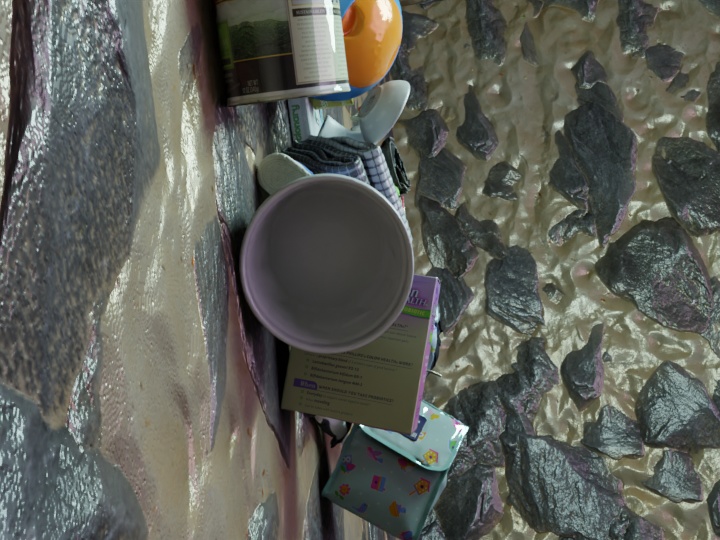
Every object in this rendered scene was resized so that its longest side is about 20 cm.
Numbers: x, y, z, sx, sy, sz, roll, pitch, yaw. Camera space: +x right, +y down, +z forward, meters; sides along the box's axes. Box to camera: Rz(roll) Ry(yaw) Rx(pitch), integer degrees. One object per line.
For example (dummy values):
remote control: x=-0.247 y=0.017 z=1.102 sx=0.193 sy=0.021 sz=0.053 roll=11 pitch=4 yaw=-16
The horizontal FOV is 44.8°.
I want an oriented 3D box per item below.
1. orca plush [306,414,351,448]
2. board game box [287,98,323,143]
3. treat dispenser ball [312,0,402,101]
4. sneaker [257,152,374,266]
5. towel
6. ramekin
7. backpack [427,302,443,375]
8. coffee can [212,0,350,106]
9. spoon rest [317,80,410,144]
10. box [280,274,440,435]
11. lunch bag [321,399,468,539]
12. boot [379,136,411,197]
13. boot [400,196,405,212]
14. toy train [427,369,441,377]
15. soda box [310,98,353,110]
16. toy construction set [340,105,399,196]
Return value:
orca plush: x=-0.043 y=0.181 z=1.317 sx=0.071 sy=0.105 sz=0.201 roll=51 pitch=-10 yaw=33
board game box: x=-0.090 y=-0.274 z=1.418 sx=0.126 sy=0.034 sz=0.203 roll=-56 pitch=140 yaw=-77
treat dispenser ball: x=-0.040 y=-0.340 z=1.220 sx=0.201 sy=0.197 sz=0.204 roll=-6 pitch=90 yaw=-83
sneaker: x=-0.043 y=-0.071 z=1.142 sx=0.077 sy=0.199 sz=0.111 roll=-51 pitch=169 yaw=3
towel: x=-0.026 y=-0.106 z=1.262 sx=0.199 sy=0.085 sz=0.167 roll=21 pitch=-38 yaw=53
ramekin: x=-0.040 y=-0.014 z=1.019 sx=0.105 sy=0.197 sz=0.204 roll=-107 pitch=-171 yaw=-78
backpack: x=0.068 y=0.120 z=1.434 sx=0.200 sy=0.152 sz=0.165 roll=-39 pitch=-145 yaw=57
coffee can: x=-0.092 y=-0.294 z=0.978 sx=0.146 sy=0.144 sz=0.203 roll=-63 pitch=146 yaw=-77
spoon rest: x=0.012 y=-0.213 z=1.247 sx=0.199 sy=0.060 sz=0.101 roll=-7 pitch=-124 yaw=59
box: x=0.003 y=0.097 z=1.153 sx=0.097 sy=0.173 sz=0.203 roll=33 pitch=66 yaw=-80
lunch bag: x=0.057 y=0.290 z=1.348 sx=0.202 sy=0.169 sz=0.122 roll=-63 pitch=168 yaw=-4
boot: x=0.010 y=-0.113 z=1.500 sx=0.069 sy=0.172 sz=0.203 roll=18 pitch=55 yaw=-55
boot: x=0.011 y=-0.065 z=1.597 sx=0.073 sy=0.148 sz=0.203 roll=70 pitch=16 yaw=-62
toy train: x=0.031 y=0.085 z=1.289 sx=0.085 sy=0.197 sz=0.117 roll=103 pitch=1 yaw=-56
soda box: x=-0.051 y=-0.361 z=1.396 sx=0.064 sy=0.067 sz=0.203 roll=64 pitch=22 yaw=-67
toy construction set: x=0.005 y=-0.160 z=1.383 sx=0.131 sy=0.091 sz=0.203 roll=-141 pitch=-140 yaw=-68
